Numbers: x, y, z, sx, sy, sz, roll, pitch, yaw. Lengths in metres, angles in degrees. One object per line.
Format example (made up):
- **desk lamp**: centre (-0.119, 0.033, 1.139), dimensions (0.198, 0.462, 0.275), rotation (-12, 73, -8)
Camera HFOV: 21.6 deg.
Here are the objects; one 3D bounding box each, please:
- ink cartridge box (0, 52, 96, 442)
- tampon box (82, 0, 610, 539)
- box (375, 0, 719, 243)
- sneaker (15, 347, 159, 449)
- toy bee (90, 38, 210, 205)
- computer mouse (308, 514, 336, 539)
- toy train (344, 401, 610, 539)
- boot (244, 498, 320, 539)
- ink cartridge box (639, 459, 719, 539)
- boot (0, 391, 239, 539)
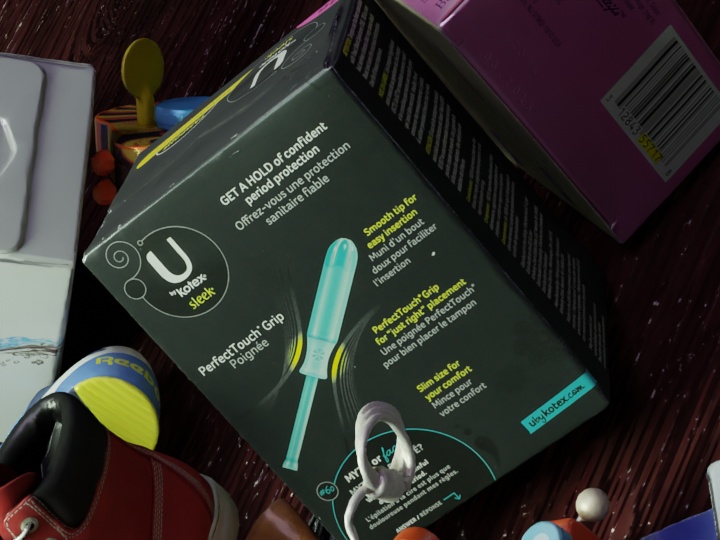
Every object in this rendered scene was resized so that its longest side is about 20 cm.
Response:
- **ink cartridge box**: centre (-0.241, -0.015, 1.119), dimensions (0.200, 0.145, 0.148), rotation (111, 163, -53)
- **tampon box**: centre (0.000, 0.000, 0.879), dimensions (0.150, 0.200, 0.126), rotation (-35, 17, 20)
- **box**: centre (0.068, -0.136, 0.946), dimensions (0.097, 0.176, 0.200), rotation (-47, 39, -1)
- **sneaker**: centre (-0.181, 0.123, 1.088), dimensions (0.200, 0.074, 0.082), rotation (-44, 18, 20)
- **toy bee**: centre (-0.121, -0.073, 1.125), dimensions (0.200, 0.108, 0.132), rotation (-18, 83, 59)
- **computer mouse**: centre (-0.030, 0.190, 0.929), dimensions (0.058, 0.034, 0.201), rotation (-11, 55, 40)
- **toy train**: centre (0.039, 0.140, 0.770), dimensions (0.055, 0.200, 0.151), rotation (-15, 55, 37)
- **boot**: centre (-0.036, 0.226, 0.843), dimensions (0.200, 0.068, 0.189), rotation (36, 89, 34)
- **ink cartridge box**: centre (0.194, 0.153, 0.734), dimensions (0.199, 0.041, 0.201), rotation (-27, 47, 29)
- **boot**: centre (-0.133, 0.163, 0.834), dimensions (0.072, 0.144, 0.201), rotation (-5, 61, 33)
